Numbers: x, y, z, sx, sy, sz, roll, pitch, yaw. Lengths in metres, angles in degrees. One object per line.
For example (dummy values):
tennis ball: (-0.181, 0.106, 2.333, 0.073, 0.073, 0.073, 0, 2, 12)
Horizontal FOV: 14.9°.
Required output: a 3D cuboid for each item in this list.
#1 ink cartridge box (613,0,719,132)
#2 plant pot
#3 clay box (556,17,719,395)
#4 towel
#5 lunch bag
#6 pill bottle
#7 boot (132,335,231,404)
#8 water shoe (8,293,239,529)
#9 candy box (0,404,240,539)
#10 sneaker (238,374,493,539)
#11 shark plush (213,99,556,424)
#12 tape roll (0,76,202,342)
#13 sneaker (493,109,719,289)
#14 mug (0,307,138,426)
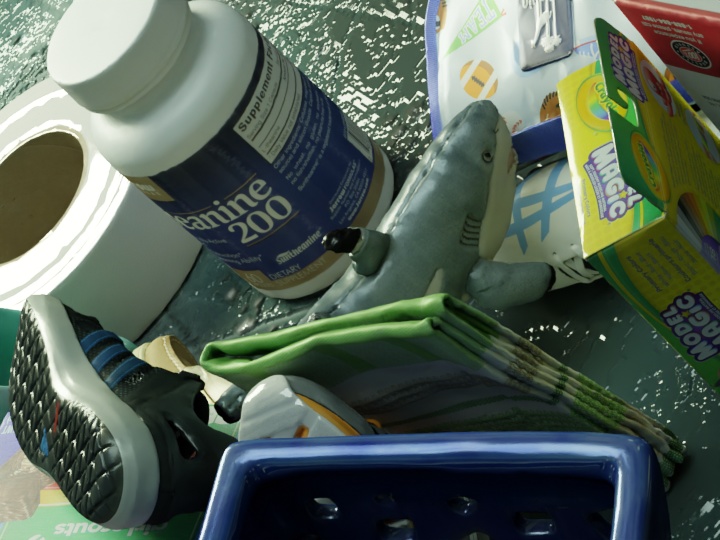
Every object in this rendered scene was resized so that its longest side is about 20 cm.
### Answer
ink cartridge box: (0.231, -0.080, 1.239, 0.144, 0.200, 0.084, 19, 69, 51)
plant pot: (0.038, 0.199, 1.177, 0.199, 0.180, 0.201, -2, 54, 20)
clay box: (0.151, -0.016, 1.260, 0.047, 0.200, 0.115, -30, 40, 23)
towel: (0.040, 0.070, 1.300, 0.149, 0.200, 0.031, -15, 59, 37)
lunch bag: (0.132, -0.141, 1.432, 0.169, 0.124, 0.201, -17, 35, 39)
pill bottle: (-0.080, -0.080, 1.549, 0.111, 0.200, 0.111, -27, 41, 27)
boot: (-0.038, 0.059, 1.493, 0.155, 0.073, 0.200, -42, 32, 3)
water shoe: (-0.115, 0.072, 1.333, 0.200, 0.078, 0.072, -131, 50, -59)
candy box: (-0.119, 0.155, 1.328, 0.168, 0.077, 0.200, -4, 38, 19)
sneaker: (0.016, 0.112, 1.293, 0.078, 0.200, 0.077, -22, 34, 34)
shark plush: (0.000, 0.000, 1.365, 0.199, 0.084, 0.091, -32, 44, -10)
tape roll: (-0.188, -0.027, 1.721, 0.202, 0.071, 0.203, -26, 43, 27)
sneaker: (0.138, -0.025, 1.394, 0.199, 0.072, 0.073, -25, 51, 33)
mug: (-0.200, 0.096, 1.547, 0.152, 0.184, 0.115, -136, 53, -66)
